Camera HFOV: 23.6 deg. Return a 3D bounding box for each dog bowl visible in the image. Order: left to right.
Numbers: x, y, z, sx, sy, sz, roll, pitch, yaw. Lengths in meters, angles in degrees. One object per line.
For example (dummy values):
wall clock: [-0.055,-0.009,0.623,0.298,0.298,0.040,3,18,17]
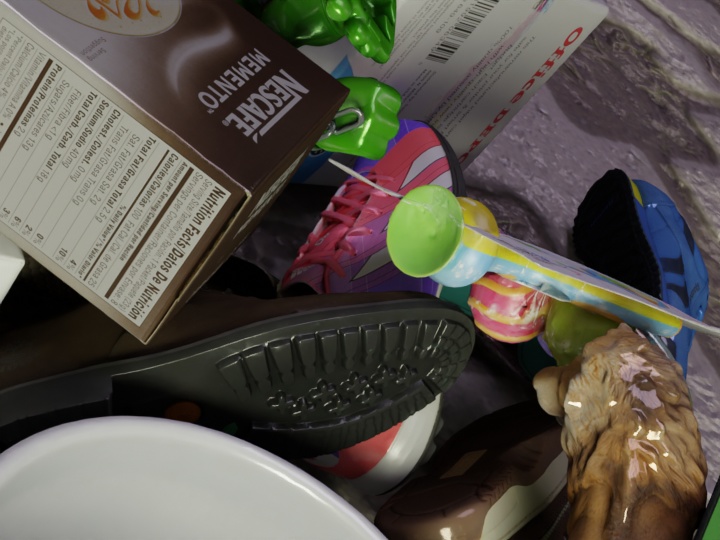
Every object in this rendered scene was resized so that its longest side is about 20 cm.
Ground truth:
dog bowl: [-0.058,0.148,0.556,0.200,0.079,0.200,25,35,-19]

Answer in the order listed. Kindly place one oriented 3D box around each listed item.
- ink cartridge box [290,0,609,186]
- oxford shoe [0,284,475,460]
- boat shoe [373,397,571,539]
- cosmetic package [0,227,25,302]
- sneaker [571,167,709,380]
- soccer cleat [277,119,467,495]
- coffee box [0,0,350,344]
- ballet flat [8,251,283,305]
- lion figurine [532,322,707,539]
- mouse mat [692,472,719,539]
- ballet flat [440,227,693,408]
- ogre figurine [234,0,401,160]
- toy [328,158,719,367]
ink cartridge box: [0.000,-0.140,0.881,0.146,0.147,0.200,50,22,20]
oxford shoe: [-0.056,0.029,0.658,0.200,0.073,0.084,-8,41,-13]
boat shoe: [0.066,0.110,0.754,0.202,0.075,0.075,-25,101,-58]
cosmetic package: [-0.208,-0.055,0.659,0.107,0.085,0.200,12,41,-34]
sneaker: [0.167,0.022,0.952,0.078,0.066,0.200,30,32,-19]
soccer cleat: [0.000,0.000,0.759,0.073,0.068,0.200,29,47,-26]
coffee box: [-0.117,-0.081,0.627,0.200,0.080,0.114,37,30,-1]
ballet flat: [-0.088,0.000,0.740,0.200,0.046,0.067,24,33,-27]
lion figurine: [0.087,0.126,0.643,0.072,0.123,0.200,5,47,16]
mouse mat: [0.134,0.152,0.687,0.008,0.161,0.200,10,25,18]
ballet flat: [0.089,0.015,0.873,0.200,0.069,0.071,34,28,12]
ogre figurine: [-0.050,-0.126,0.737,0.098,0.120,0.200,-11,80,-65]
toy: [0.077,0.013,0.725,0.115,0.047,0.200,28,2,39]
